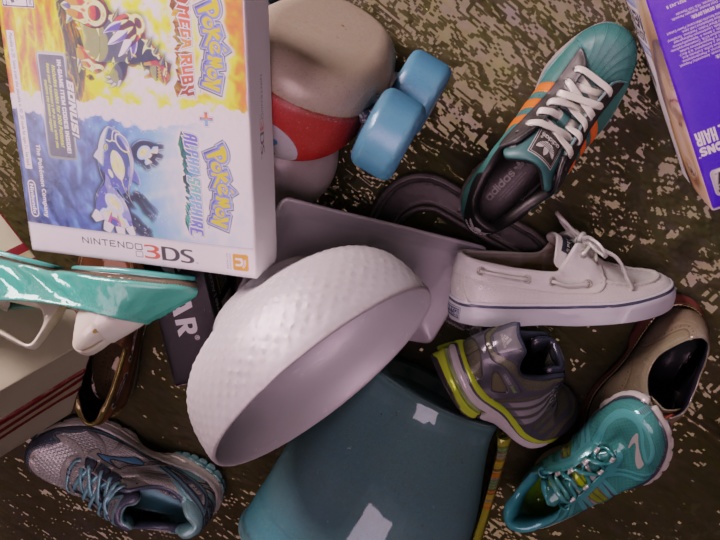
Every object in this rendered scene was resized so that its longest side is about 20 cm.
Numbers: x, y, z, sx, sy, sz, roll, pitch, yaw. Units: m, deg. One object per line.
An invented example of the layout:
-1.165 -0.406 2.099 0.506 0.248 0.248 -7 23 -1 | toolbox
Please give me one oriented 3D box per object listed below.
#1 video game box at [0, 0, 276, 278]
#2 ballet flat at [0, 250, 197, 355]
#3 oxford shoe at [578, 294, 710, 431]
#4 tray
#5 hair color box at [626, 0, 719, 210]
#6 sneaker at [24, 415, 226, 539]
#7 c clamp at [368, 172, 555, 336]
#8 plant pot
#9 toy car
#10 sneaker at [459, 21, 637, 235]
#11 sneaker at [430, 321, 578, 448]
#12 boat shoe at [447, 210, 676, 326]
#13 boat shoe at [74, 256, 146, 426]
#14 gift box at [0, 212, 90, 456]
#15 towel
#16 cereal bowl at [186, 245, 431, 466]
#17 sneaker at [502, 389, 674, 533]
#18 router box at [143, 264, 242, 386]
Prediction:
-0.149 -0.101 0.655 0.180 0.047 0.202 5 114 13 | video game box
-0.216 0.026 0.704 0.198 0.067 0.071 8 84 6 | ballet flat
0.247 0.121 0.849 0.070 0.075 0.202 16 112 -3 | oxford shoe
0.000 0.000 0.787 0.198 0.022 0.108 12 121 -31 | tray
0.253 -0.159 0.725 0.064 0.109 0.201 -22 107 14 | hair color box
-0.232 0.202 0.924 0.198 0.086 0.078 14 111 0 | sneaker
0.064 0.005 0.855 0.198 0.027 0.172 23 106 -2 | c clamp
0.022 0.182 0.845 0.199 0.200 0.189 26 96 -5 | plant pot
-0.060 -0.104 0.756 0.183 0.177 0.201 29 123 0 | toy car
0.154 -0.107 0.766 0.071 0.080 0.201 34 104 -6 | sneaker
0.144 0.096 0.807 0.081 0.074 0.199 -30 149 25 | sneaker
0.171 -0.005 0.802 0.200 0.075 0.087 -1 106 -8 | boat shoe
-0.229 0.047 0.874 0.071 0.068 0.202 5 111 4 | boat shoe
-0.337 0.081 0.778 0.200 0.186 0.185 47 142 15 | gift box
0.114 0.219 0.896 0.018 0.086 0.202 17 113 13 | towel
-0.048 0.051 0.712 0.200 0.200 0.084 -46 71 19 | cereal bowl
0.195 0.177 0.834 0.078 0.079 0.200 53 137 19 | sneaker
-0.136 -0.029 0.793 0.051 0.149 0.202 -7 109 8 | router box
